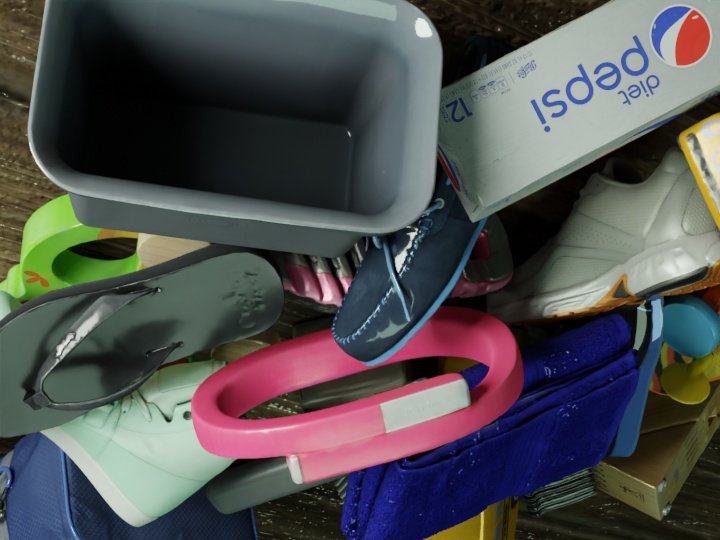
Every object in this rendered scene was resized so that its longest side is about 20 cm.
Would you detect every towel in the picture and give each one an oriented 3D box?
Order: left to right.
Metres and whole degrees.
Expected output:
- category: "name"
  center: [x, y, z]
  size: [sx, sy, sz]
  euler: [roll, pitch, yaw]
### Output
- category: "towel"
  center: [0.085, 0.115, 0.997]
  size: [0.198, 0.050, 0.149]
  euler: [-19, 142, -24]

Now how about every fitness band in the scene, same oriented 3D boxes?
- category: "fitness band"
  center: [-0.001, 0.070, 0.914]
  size: [0.198, 0.144, 0.038]
  euler: [-14, 108, -7]

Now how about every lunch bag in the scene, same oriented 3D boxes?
- category: "lunch bag"
  center: [-0.190, 0.190, 1.159]
  size: [0.199, 0.137, 0.132]
  euler: [21, 134, -36]

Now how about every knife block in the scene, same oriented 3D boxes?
- category: "knife block"
  center: [0.185, 0.109, 1.231]
  size: [0.201, 0.175, 0.064]
  euler: [-53, 152, -18]

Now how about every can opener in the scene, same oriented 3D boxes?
- category: "can opener"
  center: [-0.011, 0.126, 1.062]
  size: [0.198, 0.053, 0.067]
  euler: [-17, 125, 15]

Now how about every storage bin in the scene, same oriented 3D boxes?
- category: "storage bin"
  center: [-0.069, -0.080, 0.818]
  size: [0.198, 0.147, 0.134]
  euler: [7, 164, -10]

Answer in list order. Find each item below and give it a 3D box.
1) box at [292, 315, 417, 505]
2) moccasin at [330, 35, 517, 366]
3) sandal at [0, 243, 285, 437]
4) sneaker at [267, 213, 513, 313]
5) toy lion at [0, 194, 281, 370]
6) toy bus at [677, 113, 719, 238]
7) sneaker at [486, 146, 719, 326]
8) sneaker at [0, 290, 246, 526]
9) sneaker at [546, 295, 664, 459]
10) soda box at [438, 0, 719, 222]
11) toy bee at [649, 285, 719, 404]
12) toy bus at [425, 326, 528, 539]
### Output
- category: "box"
  center: [0.008, 0.111, 1.161]
  size: [0.081, 0.069, 0.201]
  euler: [-12, 145, 5]
- category: "moccasin"
  center: [0.032, -0.045, 0.898]
  size: [0.068, 0.080, 0.201]
  euler: [32, 85, -31]
- category: "sandal"
  center: [-0.139, 0.039, 0.892]
  size: [0.199, 0.043, 0.076]
  euler: [-26, 118, 6]
- category: "sneaker"
  center: [0.000, 0.000, 0.993]
  size: [0.198, 0.080, 0.095]
  euler: [3, 159, -34]
- category: "toy lion"
  center: [-0.156, 0.018, 0.998]
  size: [0.190, 0.069, 0.201]
  euler: [-10, 146, 12]
- category: "toy bus"
  center: [0.247, -0.063, 0.897]
  size: [0.078, 0.066, 0.200]
  euler: [-25, 172, 25]
- category: "sneaker"
  center: [0.156, -0.020, 0.997]
  size: [0.075, 0.093, 0.199]
  euler: [-1, 166, -42]
- category: "sneaker"
  center: [-0.149, 0.063, 0.971]
  size: [0.118, 0.074, 0.201]
  euler: [-31, 122, 10]
- category: "sneaker"
  center: [0.161, 0.058, 1.090]
  size: [0.077, 0.070, 0.202]
  euler: [-8, 124, -14]
- category: "soda box"
  center: [0.134, -0.102, 0.833]
  size: [0.199, 0.069, 0.063]
  euler: [-28, 176, -4]
- category: "toy bee"
  center: [0.261, 0.048, 1.089]
  size: [0.131, 0.109, 0.200]
  euler: [-43, 176, -17]
- category: "toy bus"
  center: [0.080, 0.134, 1.137]
  size: [0.064, 0.078, 0.202]
  euler: [12, 122, 20]
